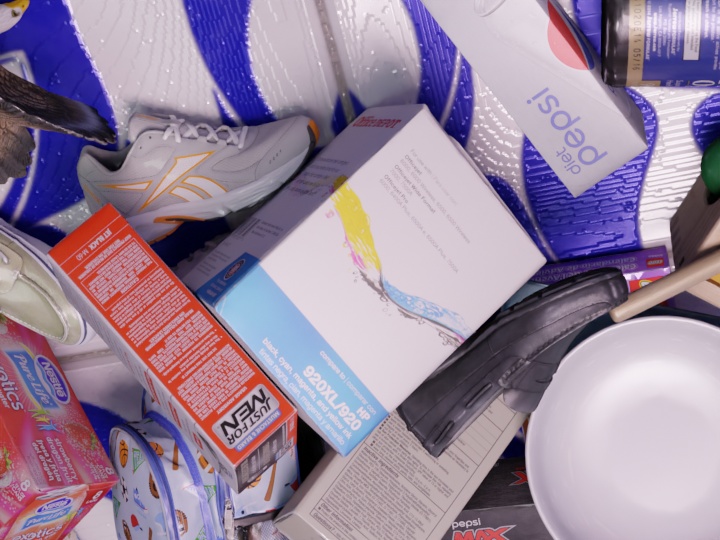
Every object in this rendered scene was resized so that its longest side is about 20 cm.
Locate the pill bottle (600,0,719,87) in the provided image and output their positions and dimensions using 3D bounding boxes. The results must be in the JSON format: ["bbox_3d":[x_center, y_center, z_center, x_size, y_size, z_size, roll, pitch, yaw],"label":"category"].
[{"bbox_3d":[0.262,-0.180,1.049,0.197,0.112,0.113,1,118,8],"label":"pill bottle"}]

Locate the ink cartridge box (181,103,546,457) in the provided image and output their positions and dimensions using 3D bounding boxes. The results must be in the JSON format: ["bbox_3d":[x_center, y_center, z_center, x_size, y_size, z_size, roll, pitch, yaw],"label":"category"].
[{"bbox_3d":[0.000,0.000,1.111,0.200,0.147,0.145,-43,104,-7],"label":"ink cartridge box"}]

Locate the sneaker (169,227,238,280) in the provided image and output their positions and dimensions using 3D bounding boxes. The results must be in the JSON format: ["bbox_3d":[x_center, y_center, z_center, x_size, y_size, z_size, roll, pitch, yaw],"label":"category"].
[{"bbox_3d":[-0.113,0.010,1.233,0.197,0.075,0.088,-6,100,8],"label":"sneaker"}]

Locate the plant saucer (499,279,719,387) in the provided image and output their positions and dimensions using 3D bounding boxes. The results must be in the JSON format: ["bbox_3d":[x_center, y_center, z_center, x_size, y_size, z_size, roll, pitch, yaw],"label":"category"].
[{"bbox_3d":[0.202,0.051,1.186,0.197,0.019,0.071,11,118,1],"label":"plant saucer"}]

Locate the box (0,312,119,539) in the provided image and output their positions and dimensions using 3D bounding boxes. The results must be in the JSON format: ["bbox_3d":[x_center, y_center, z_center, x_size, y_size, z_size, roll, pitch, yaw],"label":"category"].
[{"bbox_3d":[-0.289,0.116,1.231,0.100,0.095,0.201,-44,65,25],"label":"box"}]

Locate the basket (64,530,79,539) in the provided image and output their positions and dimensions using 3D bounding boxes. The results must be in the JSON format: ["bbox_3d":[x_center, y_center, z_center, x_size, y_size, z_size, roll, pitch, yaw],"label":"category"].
[{"bbox_3d":[-0.340,0.240,1.332,0.175,0.140,0.200,-30,120,22],"label":"basket"}]

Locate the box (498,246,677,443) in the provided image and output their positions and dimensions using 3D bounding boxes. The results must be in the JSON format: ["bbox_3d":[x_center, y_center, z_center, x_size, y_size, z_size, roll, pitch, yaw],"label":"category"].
[{"bbox_3d":[0.190,0.086,1.238,0.135,0.039,0.202,-9,116,11],"label":"box"}]

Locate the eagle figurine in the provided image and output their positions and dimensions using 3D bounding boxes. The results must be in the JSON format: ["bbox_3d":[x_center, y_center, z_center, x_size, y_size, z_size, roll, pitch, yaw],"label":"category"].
[{"bbox_3d":[-0.287,-0.146,1.134,0.150,0.152,0.202,-27,107,-2],"label":"eagle figurine"}]

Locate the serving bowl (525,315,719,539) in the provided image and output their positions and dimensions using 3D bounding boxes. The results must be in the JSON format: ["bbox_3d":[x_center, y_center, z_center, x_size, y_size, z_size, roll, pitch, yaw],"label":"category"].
[{"bbox_3d":[0.223,0.136,1.152,0.197,0.066,0.203,-1,84,11],"label":"serving bowl"}]

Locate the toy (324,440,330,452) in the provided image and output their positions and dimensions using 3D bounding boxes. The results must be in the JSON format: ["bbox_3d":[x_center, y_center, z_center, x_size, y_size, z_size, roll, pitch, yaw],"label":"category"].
[{"bbox_3d":[0.001,0.175,1.304,0.114,0.047,0.202,3,125,-9],"label":"toy"}]

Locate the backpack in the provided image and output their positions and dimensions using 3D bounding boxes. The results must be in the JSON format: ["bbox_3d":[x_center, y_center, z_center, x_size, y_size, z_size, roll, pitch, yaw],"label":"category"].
[{"bbox_3d":[-0.118,0.162,1.239,0.153,0.199,0.193,-7,103,-33],"label":"backpack"}]

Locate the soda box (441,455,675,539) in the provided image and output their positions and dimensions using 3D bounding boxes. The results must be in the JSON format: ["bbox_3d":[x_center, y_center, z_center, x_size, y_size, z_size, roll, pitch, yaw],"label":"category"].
[{"bbox_3d":[0.152,0.190,1.239,0.197,0.064,0.071,-8,119,11],"label":"soda box"}]

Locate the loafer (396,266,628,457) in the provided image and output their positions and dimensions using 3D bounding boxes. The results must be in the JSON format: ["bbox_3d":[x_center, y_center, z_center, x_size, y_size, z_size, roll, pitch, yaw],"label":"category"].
[{"bbox_3d":[0.110,0.064,1.092,0.200,0.068,0.071,-34,82,29],"label":"loafer"}]

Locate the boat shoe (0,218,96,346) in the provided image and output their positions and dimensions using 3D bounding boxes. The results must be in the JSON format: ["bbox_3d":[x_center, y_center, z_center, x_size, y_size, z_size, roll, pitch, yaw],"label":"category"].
[{"bbox_3d":[-0.293,-0.003,1.222,0.199,0.062,0.072,38,131,2],"label":"boat shoe"}]

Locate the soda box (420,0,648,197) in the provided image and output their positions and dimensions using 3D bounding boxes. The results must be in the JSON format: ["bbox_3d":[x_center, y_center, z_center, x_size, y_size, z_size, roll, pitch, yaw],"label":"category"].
[{"bbox_3d":[0.121,-0.154,1.108,0.068,0.064,0.200,-33,109,21],"label":"soda box"}]

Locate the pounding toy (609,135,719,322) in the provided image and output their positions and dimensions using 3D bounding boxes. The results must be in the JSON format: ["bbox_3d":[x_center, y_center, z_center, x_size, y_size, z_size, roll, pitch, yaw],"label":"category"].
[{"bbox_3d":[0.302,-0.027,1.106,0.198,0.143,0.185,26,118,-6],"label":"pounding toy"}]

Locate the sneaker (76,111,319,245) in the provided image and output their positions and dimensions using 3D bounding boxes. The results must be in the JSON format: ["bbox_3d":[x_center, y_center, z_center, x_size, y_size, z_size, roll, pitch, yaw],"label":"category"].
[{"bbox_3d":[-0.129,-0.085,1.175,0.198,0.076,0.093,-21,109,16],"label":"sneaker"}]

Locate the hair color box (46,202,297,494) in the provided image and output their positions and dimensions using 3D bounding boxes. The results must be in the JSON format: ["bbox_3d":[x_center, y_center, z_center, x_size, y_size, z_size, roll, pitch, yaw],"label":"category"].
[{"bbox_3d":[-0.131,0.057,1.110,0.064,0.111,0.200,-39,79,-14],"label":"hair color box"}]

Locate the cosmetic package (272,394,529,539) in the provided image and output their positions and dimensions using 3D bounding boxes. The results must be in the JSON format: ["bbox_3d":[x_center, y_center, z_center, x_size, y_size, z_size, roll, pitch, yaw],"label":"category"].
[{"bbox_3d":[0.037,0.141,1.177,0.103,0.200,0.073,41,157,-3],"label":"cosmetic package"}]
